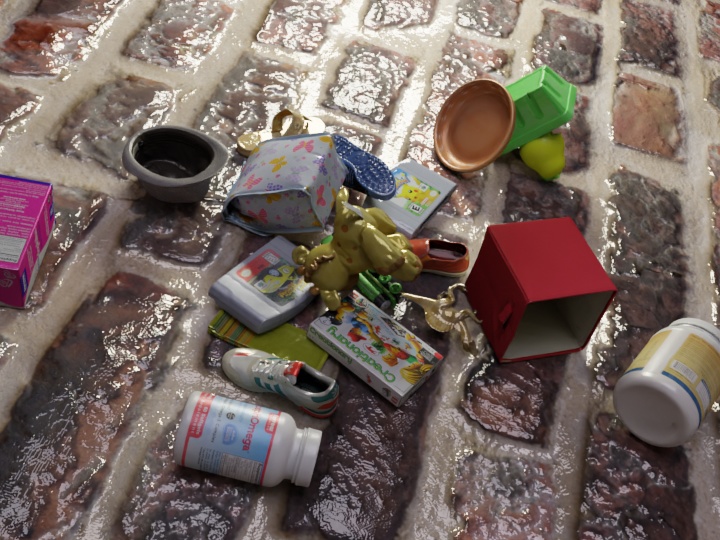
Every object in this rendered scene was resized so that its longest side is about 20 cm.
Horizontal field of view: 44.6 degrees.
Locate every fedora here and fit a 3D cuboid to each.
[{"bbox_3d":[-0.343,-0.185,1.628,0.199,0.091,0.177,20,46,13],"label":"fedora"}]

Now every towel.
[{"bbox_3d":[-0.149,0.110,1.465,0.199,0.018,0.086,24,49,7],"label":"towel"}]

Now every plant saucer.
[{"bbox_3d":[0.240,-0.297,1.826,0.037,0.200,0.201,18,36,-46],"label":"plant saucer"}]

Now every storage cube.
[{"bbox_3d":[0.310,0.033,1.545,0.199,0.171,0.180,-7,50,-19],"label":"storage cube"}]

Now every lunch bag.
[{"bbox_3d":[-0.144,-0.157,1.628,0.199,0.127,0.170,-1,45,23],"label":"lunch bag"}]

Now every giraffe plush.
[{"bbox_3d":[-0.020,-0.020,1.490,0.200,0.162,0.173,31,21,-39],"label":"giraffe plush"}]

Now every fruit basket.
[{"bbox_3d":[0.374,-0.300,1.870,0.215,0.216,0.156,19,45,3],"label":"fruit basket"}]

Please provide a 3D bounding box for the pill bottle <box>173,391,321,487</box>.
[{"bbox_3d":[-0.162,0.250,1.275,0.199,0.109,0.109,14,47,-2],"label":"pill bottle"}]

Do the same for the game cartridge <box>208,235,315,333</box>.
[{"bbox_3d":[-0.149,0.023,1.519,0.133,0.041,0.200,36,45,13],"label":"game cartridge"}]

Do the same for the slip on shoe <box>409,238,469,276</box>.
[{"bbox_3d":[0.108,-0.033,1.627,0.199,0.061,0.074,7,50,-6],"label":"slip on shoe"}]

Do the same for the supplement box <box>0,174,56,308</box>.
[{"bbox_3d":[-0.578,-0.050,1.442,0.103,0.101,0.201,10,48,-6],"label":"supplement box"}]

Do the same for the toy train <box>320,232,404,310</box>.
[{"bbox_3d":[0.000,0.000,1.577,0.056,0.042,0.200,-34,58,-19],"label":"toy train"}]

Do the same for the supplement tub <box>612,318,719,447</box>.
[{"bbox_3d":[0.531,0.184,1.483,0.144,0.145,0.200,37,51,19],"label":"supplement tub"}]

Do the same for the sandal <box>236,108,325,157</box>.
[{"bbox_3d":[-0.153,-0.292,1.785,0.211,0.070,0.078,-24,58,-30],"label":"sandal"}]

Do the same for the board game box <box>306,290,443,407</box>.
[{"bbox_3d":[0.024,0.127,1.474,0.200,0.035,0.126,36,45,18],"label":"board game box"}]

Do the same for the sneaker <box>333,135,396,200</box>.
[{"bbox_3d":[0.002,-0.186,1.708,0.070,0.078,0.200,-35,56,-16],"label":"sneaker"}]

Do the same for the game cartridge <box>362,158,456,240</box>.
[{"bbox_3d":[0.090,-0.145,1.740,0.133,0.041,0.200,28,48,16],"label":"game cartridge"}]

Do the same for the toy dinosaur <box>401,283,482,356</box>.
[{"bbox_3d":[0.143,0.066,1.551,0.200,0.058,0.101,35,51,17],"label":"toy dinosaur"}]

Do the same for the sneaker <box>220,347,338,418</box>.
[{"bbox_3d":[-0.122,0.158,1.371,0.199,0.094,0.070,23,57,6],"label":"sneaker"}]
